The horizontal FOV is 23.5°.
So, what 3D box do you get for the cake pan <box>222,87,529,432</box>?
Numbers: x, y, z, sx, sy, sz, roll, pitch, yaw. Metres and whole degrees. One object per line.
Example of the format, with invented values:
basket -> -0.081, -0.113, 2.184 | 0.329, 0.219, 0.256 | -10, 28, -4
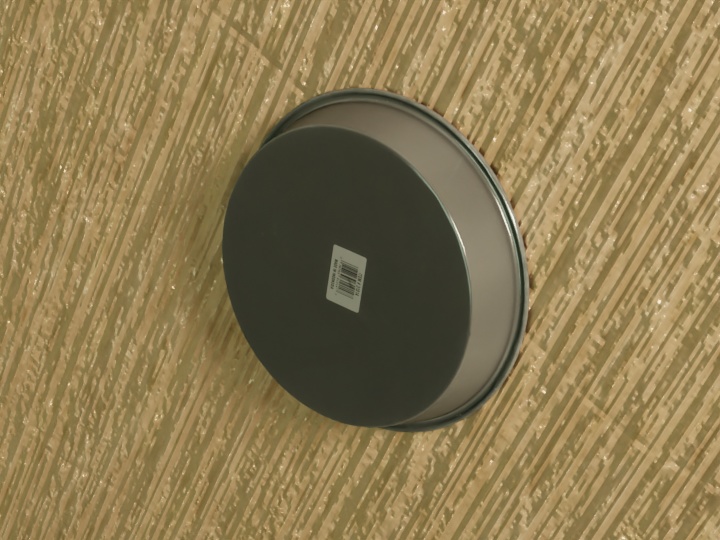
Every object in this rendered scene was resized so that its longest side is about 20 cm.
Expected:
cake pan -> 0.000, 0.000, 0.964 | 0.200, 0.037, 0.200 | 13, 112, 34
